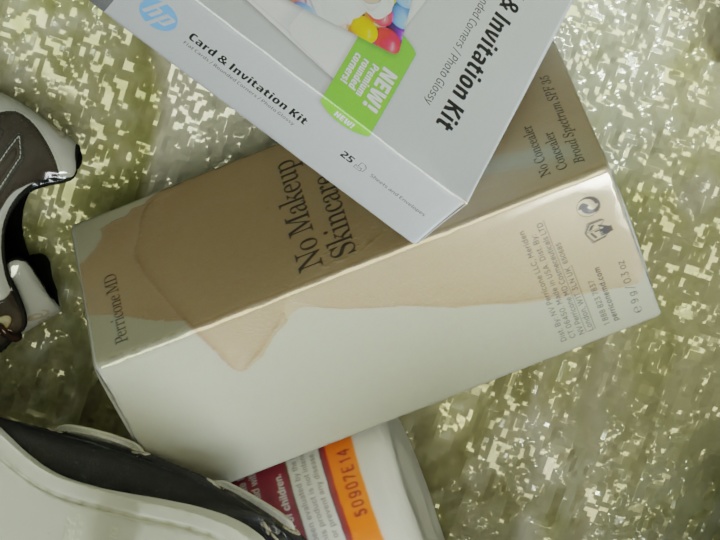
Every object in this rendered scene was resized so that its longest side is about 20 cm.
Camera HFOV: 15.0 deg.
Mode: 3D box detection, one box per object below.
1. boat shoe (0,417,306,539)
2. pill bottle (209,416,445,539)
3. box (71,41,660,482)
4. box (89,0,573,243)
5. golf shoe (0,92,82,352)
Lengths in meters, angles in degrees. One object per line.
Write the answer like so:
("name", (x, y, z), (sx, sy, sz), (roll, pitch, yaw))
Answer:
("boat shoe", (-0.110, 0.089, 0.994), (0.200, 0.060, 0.074), (13, 98, 19))
("pill bottle", (-0.067, 0.130, 1.063), (0.200, 0.114, 0.114), (-20, 106, 4))
("box", (0.000, 0.000, 1.025), (0.200, 0.095, 0.078), (-22, 129, 2))
("box", (-0.021, -0.127, 0.973), (0.200, 0.156, 0.041), (38, 143, -12))
("golf shoe", (-0.167, 0.025, 1.049), (0.094, 0.078, 0.200), (17, 107, -6))
